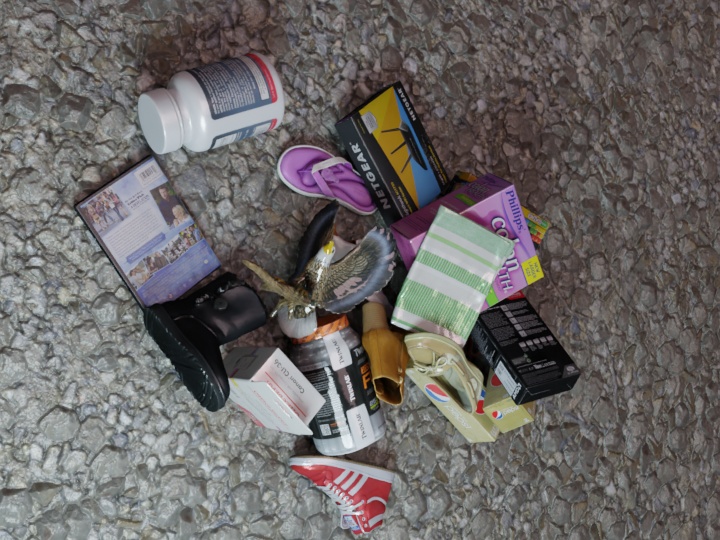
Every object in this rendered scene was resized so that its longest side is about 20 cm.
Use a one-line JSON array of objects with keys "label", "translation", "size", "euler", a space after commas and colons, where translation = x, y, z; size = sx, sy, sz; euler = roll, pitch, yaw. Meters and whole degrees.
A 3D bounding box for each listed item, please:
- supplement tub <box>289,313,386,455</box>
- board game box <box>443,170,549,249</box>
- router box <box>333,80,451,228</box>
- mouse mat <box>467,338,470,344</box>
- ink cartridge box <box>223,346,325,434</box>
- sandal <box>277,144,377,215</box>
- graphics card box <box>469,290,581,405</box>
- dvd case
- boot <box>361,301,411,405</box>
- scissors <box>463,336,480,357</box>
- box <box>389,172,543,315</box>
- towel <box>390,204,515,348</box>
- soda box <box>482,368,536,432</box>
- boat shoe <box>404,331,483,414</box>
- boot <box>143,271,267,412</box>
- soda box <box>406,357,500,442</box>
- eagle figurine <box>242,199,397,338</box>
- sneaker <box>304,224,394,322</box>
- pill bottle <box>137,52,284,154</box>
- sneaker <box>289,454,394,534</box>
[{"label": "supplement tub", "translation": [-0.040, 0.178, 1.513], "size": [0.121, 0.122, 0.203], "euler": [-21, 98, -30]}, {"label": "board game box", "translation": [0.219, -0.058, 1.697], "size": [0.198, 0.057, 0.167], "euler": [27, 89, -27]}, {"label": "router box", "translation": [0.058, -0.196, 1.616], "size": [0.149, 0.051, 0.202], "euler": [-42, 110, -39]}, {"label": "mouse mat", "translation": [0.192, 0.050, 1.678], "size": [0.198, 0.008, 0.163], "euler": [-26, 113, -14]}, {"label": "ink cartridge box", "translation": [-0.130, 0.176, 1.413], "size": [0.117, 0.199, 0.068], "euler": [49, 66, -19]}, {"label": "sandal", "translation": [-0.043, -0.154, 1.570], "size": [0.200, 0.050, 0.084], "euler": [19, 78, -31]}, {"label": "graphics card box", "translation": [0.267, 0.126, 1.613], "size": [0.124, 0.051, 0.201], "euler": [-10, 49, -29]}, {"label": "dvd case", "translation": [-0.314, -0.050, 1.421], "size": [0.142, 0.017, 0.202], "euler": [-39, 107, -26]}, {"label": "boot", "translation": [0.054, 0.151, 1.542], "size": [0.201, 0.070, 0.146], "euler": [44, 35, -55]}, {"label": "scissors", "translation": [0.186, 0.058, 1.670], "size": [0.072, 0.014, 0.204], "euler": [-6, 107, -18]}, {"label": "box", "translation": [0.177, -0.032, 1.577], "size": [0.198, 0.097, 0.178], "euler": [-28, 114, -11]}, {"label": "towel", "translation": [0.145, 0.018, 1.516], "size": [0.151, 0.023, 0.202], "euler": [23, 98, -24]}, {"label": "soda box", "translation": [0.270, 0.183, 1.670], "size": [0.064, 0.067, 0.201], "euler": [48, 35, -21]}, {"label": "boat shoe", "translation": [0.136, 0.164, 1.541], "size": [0.201, 0.072, 0.064], "euler": [45, 45, -43]}, {"label": "boot", "translation": [-0.200, 0.095, 1.394], "size": [0.167, 0.077, 0.200], "euler": [-23, 56, -34]}, {"label": "soda box", "translation": [0.168, 0.212, 1.662], "size": [0.200, 0.067, 0.064], "euler": [49, 55, -19]}, {"label": "eagle figurine", "translation": [-0.054, -0.005, 1.452], "size": [0.200, 0.150, 0.153], "euler": [-38, 104, -45]}, {"label": "sneaker", "translation": [0.000, 0.000, 1.574], "size": [0.200, 0.073, 0.085], "euler": [45, 69, -19]}, {"label": "pill bottle", "translation": [-0.224, -0.246, 1.427], "size": [0.198, 0.119, 0.121], "euler": [-22, 98, -30]}, {"label": "sneaker", "translation": [-0.034, 0.362, 1.536], "size": [0.198, 0.071, 0.114], "euler": [19, 75, -31]}]
